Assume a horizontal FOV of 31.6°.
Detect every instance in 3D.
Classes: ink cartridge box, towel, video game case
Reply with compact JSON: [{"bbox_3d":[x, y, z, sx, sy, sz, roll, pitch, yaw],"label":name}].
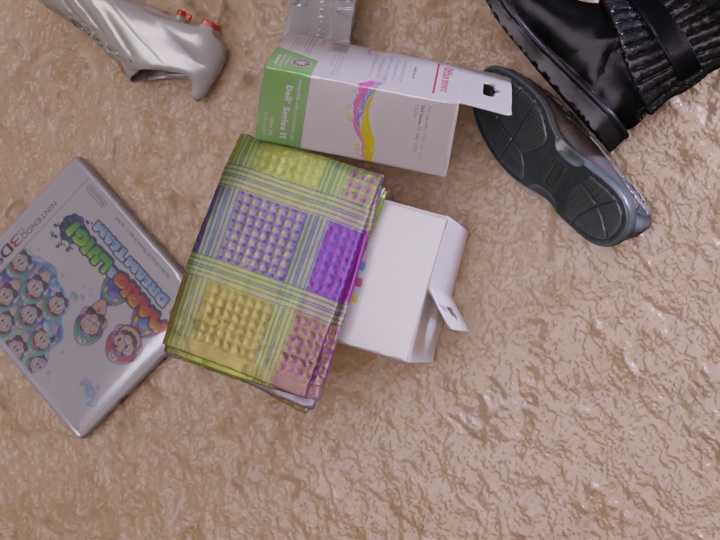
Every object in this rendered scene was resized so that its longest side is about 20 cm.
[{"bbox_3d":[0.000,0.000,1.094,0.199,0.129,0.126,16,90,13],"label":"ink cartridge box"},{"bbox_3d":[-0.071,0.000,1.033,0.143,0.023,0.201,18,90,15],"label":"towel"},{"bbox_3d":[0.022,-0.136,1.059,0.199,0.117,0.068,11,115,2],"label":"ink cartridge box"},{"bbox_3d":[-0.265,0.025,1.208,0.182,0.024,0.200,-45,79,8],"label":"video game case"}]

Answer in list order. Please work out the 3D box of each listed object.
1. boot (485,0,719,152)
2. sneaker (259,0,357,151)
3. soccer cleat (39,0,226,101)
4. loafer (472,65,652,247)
[{"bbox_3d":[0.210,-0.223,1.081,0.158,0.079,0.211,-41,84,11],"label":"boot"},{"bbox_3d":[-0.040,-0.199,1.147,0.076,0.081,0.201,16,111,-5],"label":"sneaker"},{"bbox_3d":[-0.222,-0.221,1.191,0.199,0.069,0.078,21,95,11],"label":"soccer cleat"},{"bbox_3d":[0.172,-0.098,1.099,0.200,0.063,0.072,53,126,24],"label":"loafer"}]
